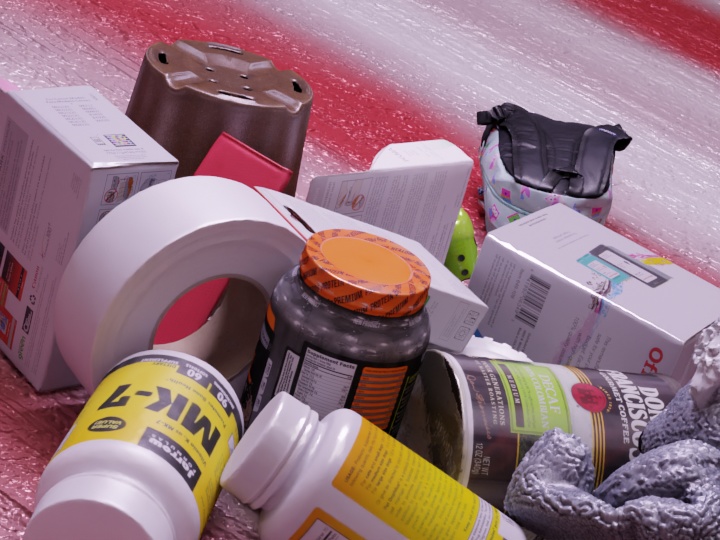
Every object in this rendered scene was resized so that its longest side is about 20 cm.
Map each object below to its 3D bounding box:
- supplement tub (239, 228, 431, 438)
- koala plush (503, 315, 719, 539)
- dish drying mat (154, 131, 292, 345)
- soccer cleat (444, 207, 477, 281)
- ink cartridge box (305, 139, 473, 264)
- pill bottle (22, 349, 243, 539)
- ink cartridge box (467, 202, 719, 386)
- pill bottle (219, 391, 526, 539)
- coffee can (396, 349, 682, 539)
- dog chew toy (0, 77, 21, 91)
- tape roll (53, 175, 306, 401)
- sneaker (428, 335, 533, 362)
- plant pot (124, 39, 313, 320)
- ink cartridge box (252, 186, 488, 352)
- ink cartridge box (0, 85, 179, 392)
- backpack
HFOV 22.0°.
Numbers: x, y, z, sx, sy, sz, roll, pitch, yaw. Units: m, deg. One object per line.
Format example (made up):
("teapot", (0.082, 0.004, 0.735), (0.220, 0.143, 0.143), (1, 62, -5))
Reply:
("supplement tub", (-0.021, 0.078, 1.378), (0.122, 0.200, 0.123), (15, 25, -7))
("koala plush", (0.243, 0.147, 1.298), (0.184, 0.177, 0.200), (3, 46, 48))
("dish drying mat", (-0.134, -0.011, 1.505), (0.077, 0.200, 0.018), (31, 0, 17))
("soccer cleat", (0.076, -0.032, 1.825), (0.067, 0.081, 0.200), (-17, 10, -3))
("ink cartridge box", (0.001, -0.030, 1.654), (0.200, 0.161, 0.050), (-7, 33, -41))
("pill bottle", (-0.154, 0.145, 1.261), (0.114, 0.114, 0.200), (18, 26, 1))
("ink cartridge box", (0.203, 0.060, 1.622), (0.200, 0.147, 0.146), (31, 28, 23))
("pill bottle", (0.007, 0.169, 1.263), (0.200, 0.109, 0.109), (35, 25, -7))
("coffee can", (0.137, 0.143, 1.416), (0.200, 0.147, 0.146), (7, 28, -21))
("dog chew toy", (-0.380, -0.106, 1.615), (0.200, 0.125, 0.125), (-8, 35, -29))
("tape roll", (-0.127, 0.031, 1.404), (0.202, 0.203, 0.071), (-2, 31, -36))
("sneaker", (0.062, 0.095, 1.561), (0.200, 0.077, 0.081), (15, 32, 10))
("plant pot", (-0.138, -0.085, 1.618), (0.200, 0.199, 0.200), (13, 22, -6))
("ink cartridge box", (0.000, 0.000, 1.500), (0.200, 0.050, 0.109), (18, 19, -43))
("ink cartridge box", (-0.244, -0.038, 1.463), (0.084, 0.200, 0.176), (-7, 36, -41))
("backpack", (0.198, -0.084, 1.932), (0.166, 0.127, 0.200), (6, 27, 1))
